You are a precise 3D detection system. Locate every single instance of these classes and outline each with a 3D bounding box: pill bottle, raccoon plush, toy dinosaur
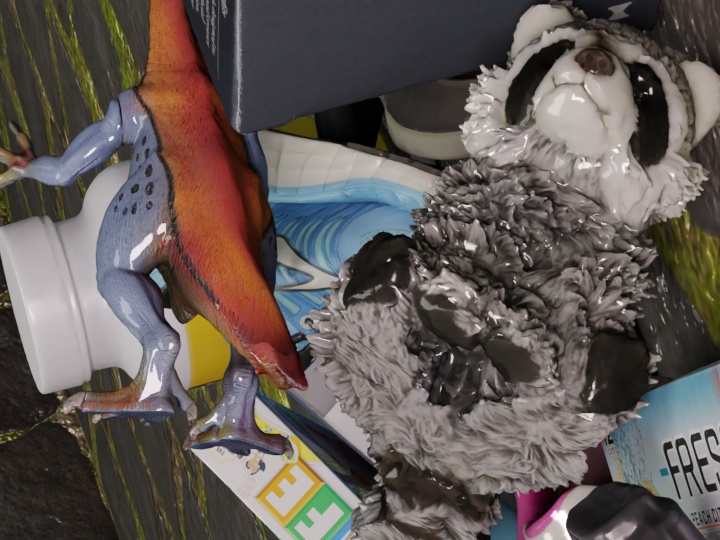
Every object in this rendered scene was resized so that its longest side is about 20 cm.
[{"bbox_3d":[-0.063,-0.006,1.174,0.112,0.200,0.112,165,90,-79],"label":"pill bottle"},{"bbox_3d":[0.040,0.003,0.793,0.200,0.097,0.134,-49,11,54],"label":"raccoon plush"},{"bbox_3d":[-0.044,-0.031,0.840,0.200,0.105,0.182,-14,66,51],"label":"toy dinosaur"}]

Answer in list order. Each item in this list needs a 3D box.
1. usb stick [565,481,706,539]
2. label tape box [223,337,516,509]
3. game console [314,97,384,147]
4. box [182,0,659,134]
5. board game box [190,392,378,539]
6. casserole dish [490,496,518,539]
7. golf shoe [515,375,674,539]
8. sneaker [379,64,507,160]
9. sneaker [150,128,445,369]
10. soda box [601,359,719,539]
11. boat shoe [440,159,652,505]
[{"bbox_3d":[0.129,0.140,0.697,0.200,0.033,0.055,50,176,-7],"label":"usb stick"},{"bbox_3d":[0.031,0.061,1.060,0.200,0.063,0.144,41,-179,-9],"label":"label tape box"},{"bbox_3d":[-0.013,-0.154,1.017,0.177,0.031,0.200,-76,-19,-57],"label":"game console"},{"bbox_3d":[-0.001,-0.167,0.819,0.107,0.148,0.200,95,156,-59],"label":"box"},{"bbox_3d":[0.019,0.121,1.041,0.134,0.034,0.200,44,-177,23],"label":"board game box"},{"bbox_3d":[0.028,0.171,0.861,0.039,0.200,0.121,19,144,20],"label":"casserole dish"},{"bbox_3d":[0.092,0.120,0.822,0.075,0.091,0.200,-39,51,30],"label":"golf shoe"},{"bbox_3d":[0.032,-0.108,0.916,0.200,0.075,0.106,-134,31,-69],"label":"sneaker"},{"bbox_3d":[0.000,0.000,0.927,0.200,0.078,0.090,13,91,38],"label":"sneaker"},{"bbox_3d":[0.128,0.052,0.704,0.200,0.063,0.069,140,114,-76],"label":"soda box"},{"bbox_3d":[0.060,0.024,0.956,0.070,0.071,0.201,98,154,-62],"label":"boat shoe"}]
